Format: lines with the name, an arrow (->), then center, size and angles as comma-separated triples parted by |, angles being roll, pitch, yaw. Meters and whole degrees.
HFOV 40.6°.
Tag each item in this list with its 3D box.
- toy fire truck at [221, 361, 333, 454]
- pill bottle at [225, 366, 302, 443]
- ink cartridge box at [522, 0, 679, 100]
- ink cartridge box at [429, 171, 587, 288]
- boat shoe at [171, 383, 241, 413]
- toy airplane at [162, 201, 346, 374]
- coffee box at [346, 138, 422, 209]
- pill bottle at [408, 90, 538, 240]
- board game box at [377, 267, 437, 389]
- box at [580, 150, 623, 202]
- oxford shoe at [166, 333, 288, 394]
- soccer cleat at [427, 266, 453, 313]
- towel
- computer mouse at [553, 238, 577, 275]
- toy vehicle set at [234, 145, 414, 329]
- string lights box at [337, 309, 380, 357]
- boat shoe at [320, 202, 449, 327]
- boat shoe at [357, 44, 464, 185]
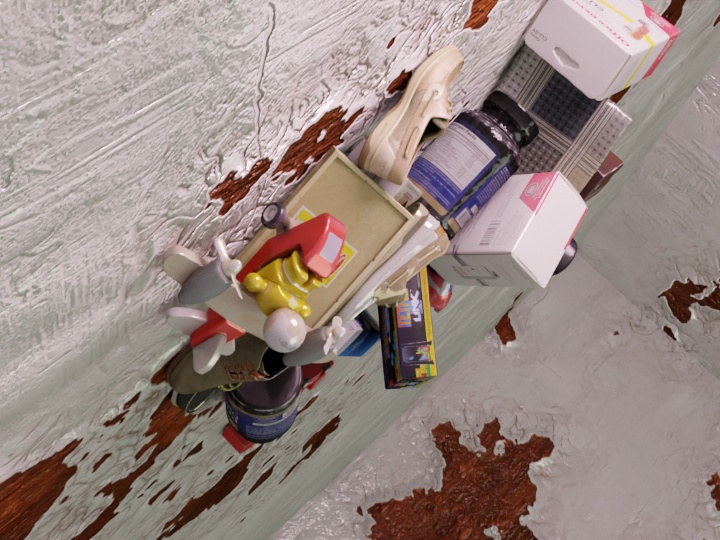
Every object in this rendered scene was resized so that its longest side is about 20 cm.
toy fire truck -> -0.140, 0.222, 1.687 | 0.200, 0.049, 0.141 | -30, 159, -52
pill bottle -> -0.145, 0.188, 1.441 | 0.112, 0.112, 0.200 | -40, 165, -23
ink cartridge box -> 0.342, -0.331, 1.372 | 0.200, 0.145, 0.084 | -31, 159, -48
ink cartridge box -> 0.200, -0.057, 1.384 | 0.199, 0.083, 0.147 | 1, -126, 55
boat shoe -> -0.172, 0.119, 1.272 | 0.201, 0.061, 0.072 | -51, 166, 16
toy airplane -> -0.108, 0.042, 1.030 | 0.199, 0.141, 0.200 | -11, 129, -22
coffee box -> -0.025, -0.052, 1.192 | 0.200, 0.080, 0.113 | -48, 168, 6
pill bottle -> 0.149, -0.147, 1.348 | 0.200, 0.112, 0.112 | -46, 166, -2
board game box -> 0.063, 0.067, 1.433 | 0.056, 0.202, 0.165 | -3, 168, -9
box -> 0.299, -0.198, 1.502 | 0.100, 0.200, 0.075 | -28, 157, -53
oxford shoe -> -0.145, 0.106, 1.190 | 0.199, 0.075, 0.071 | -27, 127, 2
soccer cleat -> 0.103, -0.009, 1.551 | 0.077, 0.066, 0.200 | -63, -157, 21
towel -> 0.264, -0.198, 1.415 | 0.200, 0.192, 0.035 | -56, 171, 28
computer mouse -> 0.224, -0.033, 1.452 | 0.140, 0.200, 0.046 | -46, 124, 3
toy vehicle set -> -0.049, -0.026, 1.111 | 0.200, 0.124, 0.027 | -48, -162, 5
string lights box -> -0.032, 0.077, 1.483 | 0.059, 0.103, 0.200 | -44, 167, 6
boat shoe -> 0.027, 0.013, 1.175 | 0.200, 0.068, 0.075 | -46, -165, 1
boat shoe -> 0.073, -0.177, 1.122 | 0.200, 0.064, 0.071 | -55, 168, -23
